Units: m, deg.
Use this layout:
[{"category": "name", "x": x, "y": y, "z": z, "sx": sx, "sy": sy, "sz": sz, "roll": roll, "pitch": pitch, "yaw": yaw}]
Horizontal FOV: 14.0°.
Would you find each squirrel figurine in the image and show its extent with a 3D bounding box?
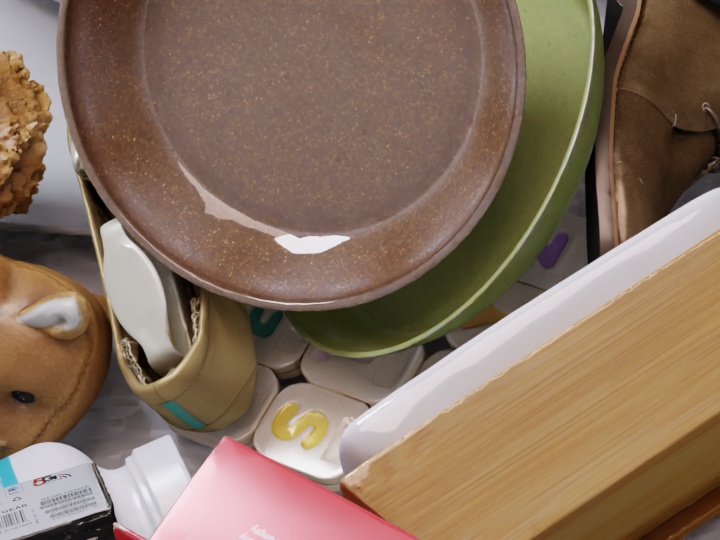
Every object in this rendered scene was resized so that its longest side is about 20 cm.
[{"category": "squirrel figurine", "x": -0.192, "y": -0.009, "z": 1.240, "sx": 0.187, "sy": 0.142, "sz": 0.200, "roll": 11, "pitch": 84, "yaw": 8}]

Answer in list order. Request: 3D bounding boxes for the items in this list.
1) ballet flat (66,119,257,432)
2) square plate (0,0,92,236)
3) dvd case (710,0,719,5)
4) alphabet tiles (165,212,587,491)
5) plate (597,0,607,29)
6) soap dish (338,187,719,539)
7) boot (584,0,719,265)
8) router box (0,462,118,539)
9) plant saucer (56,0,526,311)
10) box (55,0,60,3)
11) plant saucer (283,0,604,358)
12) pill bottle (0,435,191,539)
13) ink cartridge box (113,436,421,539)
[{"category": "ballet flat", "x": -0.089, "y": -0.029, "z": 1.242, "sx": 0.069, "sy": 0.063, "sz": 0.200, "roll": -27, "pitch": 66, "yaw": 22}, {"category": "square plate", "x": -0.160, "y": -0.098, "z": 1.366, "sx": 0.198, "sy": 0.028, "sz": 0.200, "roll": 3, "pitch": 60, "yaw": 11}, {"category": "dvd case", "x": 0.146, "y": -0.183, "z": 1.293, "sx": 0.200, "sy": 0.025, "sz": 0.150, "roll": 29, "pitch": 46, "yaw": 24}, {"category": "alphabet tiles", "x": 0.000, "y": 0.000, "z": 1.273, "sx": 0.196, "sy": 0.015, "sz": 0.200, "roll": 20, "pitch": 65, "yaw": 28}, {"category": "plate", "x": 0.100, "y": -0.163, "z": 1.353, "sx": 0.200, "sy": 0.032, "sz": 0.200, "roll": 31, "pitch": 70, "yaw": 25}, {"category": "soap dish", "x": 0.091, "y": 0.068, "z": 1.146, "sx": 0.200, "sy": 0.157, "sz": 0.081, "roll": -33, "pitch": 68, "yaw": -9}, {"category": "boot", "x": 0.132, "y": -0.062, "z": 1.223, "sx": 0.075, "sy": 0.074, "sz": 0.200, "roll": 10, "pitch": 51, "yaw": 4}, {"category": "router box", "x": -0.173, "y": 0.172, "z": 1.089, "sx": 0.200, "sy": 0.149, "sz": 0.051, "roll": -16, "pitch": 21, "yaw": -9}, {"category": "plant saucer", "x": -0.025, "y": -0.085, "z": 1.179, "sx": 0.200, "sy": 0.037, "sz": 0.200, "roll": 4, "pitch": 103, "yaw": 18}, {"category": "box", "x": -0.095, "y": -0.172, "z": 1.307, "sx": 0.200, "sy": 0.124, "sz": 0.097, "roll": 29, "pitch": 70, "yaw": 24}, {"category": "plant saucer", "x": 0.036, "y": -0.053, "z": 1.220, "sx": 0.200, "sy": 0.031, "sz": 0.200, "roll": -30, "pitch": 47, "yaw": 39}, {"category": "pill bottle", "x": -0.151, "y": 0.140, "z": 1.172, "sx": 0.200, "sy": 0.111, "sz": 0.111, "roll": -26, "pitch": 58, "yaw": -5}, {"category": "ink cartridge box", "x": -0.011, "y": 0.137, "z": 1.095, "sx": 0.116, "sy": 0.200, "sz": 0.067, "roll": 26, "pitch": 68, "yaw": 23}]
